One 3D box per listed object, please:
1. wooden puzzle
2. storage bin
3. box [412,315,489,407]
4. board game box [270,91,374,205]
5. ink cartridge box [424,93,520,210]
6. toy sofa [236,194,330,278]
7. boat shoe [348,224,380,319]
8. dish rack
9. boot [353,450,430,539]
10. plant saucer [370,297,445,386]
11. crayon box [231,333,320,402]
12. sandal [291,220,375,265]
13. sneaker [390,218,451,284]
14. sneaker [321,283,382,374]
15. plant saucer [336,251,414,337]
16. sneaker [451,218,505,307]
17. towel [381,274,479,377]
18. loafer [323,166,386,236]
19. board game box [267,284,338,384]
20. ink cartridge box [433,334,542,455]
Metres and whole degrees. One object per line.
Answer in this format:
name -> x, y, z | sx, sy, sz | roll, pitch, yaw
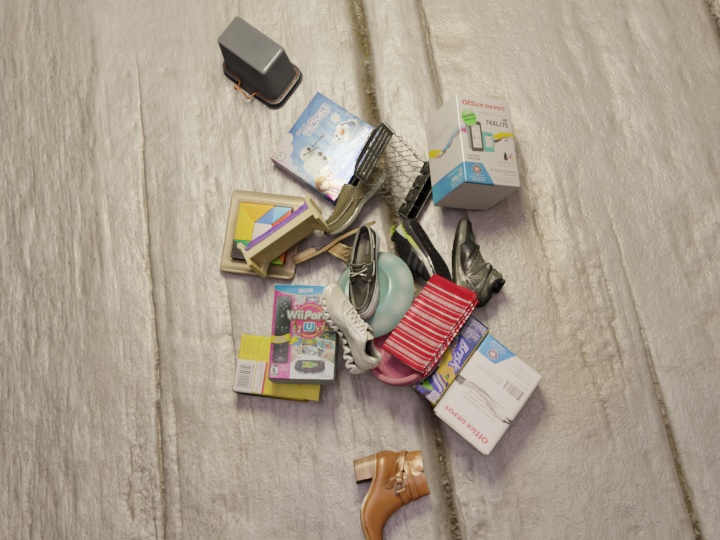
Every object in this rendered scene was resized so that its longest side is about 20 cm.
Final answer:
wooden puzzle -> -0.229, -0.087, 1.734 | 0.179, 0.037, 0.206 | 7, 76, 9
storage bin -> -0.257, -0.503, 1.793 | 0.198, 0.135, 0.147 | 37, 82, 15
box -> 0.194, 0.193, 1.596 | 0.064, 0.070, 0.201 | 36, 82, 15
board game box -> -0.079, -0.289, 1.765 | 0.197, 0.043, 0.202 | 33, 82, 15
ink cartridge box -> 0.243, -0.258, 1.642 | 0.143, 0.146, 0.206 | 2, 73, -24
toy sofa -> -0.175, -0.085, 1.653 | 0.198, 0.083, 0.099 | -34, 63, 5
boat shoe -> 0.000, 0.000, 1.602 | 0.070, 0.071, 0.206 | -5, 71, 21
dish rack -> 0.080, -0.225, 1.669 | 0.054, 0.199, 0.156 | 15, 72, 54
boot -> 0.071, 0.477, 1.545 | 0.151, 0.077, 0.205 | -9, 68, 0
plant saucer -> 0.105, 0.158, 1.589 | 0.197, 0.051, 0.204 | -21, 47, 24
crayon box -> -0.175, 0.218, 1.643 | 0.194, 0.051, 0.131 | 6, 76, 9
sandal -> -0.050, -0.041, 1.694 | 0.207, 0.078, 0.071 | -23, 95, 3
sneaker -> 0.133, -0.019, 1.673 | 0.082, 0.071, 0.203 | -35, 76, 32
sneaker -> -0.015, 0.116, 1.550 | 0.080, 0.075, 0.204 | -14, 106, 42
plant saucer -> 0.021, 0.046, 1.639 | 0.196, 0.039, 0.207 | -10, 65, 21
sneaker -> 0.258, -0.014, 1.643 | 0.111, 0.077, 0.205 | 1, 71, -4
towel -> 0.143, 0.108, 1.545 | 0.143, 0.022, 0.202 | 28, 78, 47
loafer -> -0.026, -0.166, 1.699 | 0.070, 0.075, 0.201 | 42, 82, -23
board game box -> -0.119, 0.137, 1.600 | 0.143, 0.064, 0.206 | 0, 71, 6
ink cartridge box -> 0.265, 0.263, 1.563 | 0.144, 0.084, 0.201 | 37, 82, 14
